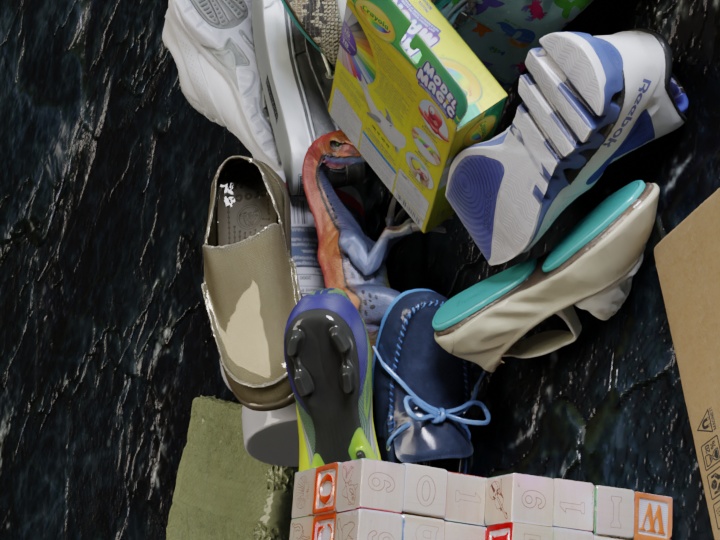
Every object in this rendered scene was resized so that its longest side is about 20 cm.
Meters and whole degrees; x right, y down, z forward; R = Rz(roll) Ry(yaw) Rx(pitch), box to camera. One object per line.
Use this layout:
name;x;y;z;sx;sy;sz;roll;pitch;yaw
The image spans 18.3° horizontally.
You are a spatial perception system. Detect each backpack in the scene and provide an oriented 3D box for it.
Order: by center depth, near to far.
backpack;0.089;-0.224;1.497;0.200;0.150;0.178;124;156;-50

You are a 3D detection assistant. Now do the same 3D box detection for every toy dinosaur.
toy dinosaur;0.000;0.000;1.562;0.182;0.200;0.105;49;151;1

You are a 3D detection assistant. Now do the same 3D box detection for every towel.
towel;-0.101;0.179;1.809;0.200;0.036;0.149;0;80;62

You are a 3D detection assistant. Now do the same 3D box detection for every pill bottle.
pill bottle;-0.049;0.038;1.676;0.120;0.119;0.201;-41;46;49

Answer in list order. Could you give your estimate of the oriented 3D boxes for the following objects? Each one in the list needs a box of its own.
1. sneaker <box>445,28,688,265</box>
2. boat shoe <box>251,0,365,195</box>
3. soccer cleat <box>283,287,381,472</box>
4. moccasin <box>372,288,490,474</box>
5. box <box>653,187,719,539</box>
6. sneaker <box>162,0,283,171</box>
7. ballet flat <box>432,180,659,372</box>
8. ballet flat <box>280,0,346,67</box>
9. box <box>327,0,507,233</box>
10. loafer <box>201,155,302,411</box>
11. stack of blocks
sneaker;0.141;-0.083;1.386;0.081;0.115;0.200;60;146;19
boat shoe;-0.040;-0.151;1.674;0.071;0.063;0.201;113;147;-69
soccer cleat;-0.013;0.107;1.506;0.084;0.064;0.201;-66;-27;-66
moccasin;0.052;0.114;1.503;0.068;0.080;0.201;-138;43;-68
box;0.235;0.032;1.255;0.164;0.021;0.201;-46;42;45
sneaker;-0.089;-0.138;1.752;0.201;0.078;0.099;59;149;15
ballet flat;0.130;0.011;1.414;0.200;0.069;0.070;-33;51;42
ballet flat;0.011;-0.157;1.597;0.075;0.200;0.068;-6;41;32
box;0.035;-0.115;1.458;0.118;0.048;0.200;52;165;13
loafer;-0.080;0.004;1.593;0.076;0.067;0.201;-17;61;10
stack of blocks;0.071;0.155;1.323;0.115;0.199;0.059;-22;61;59
